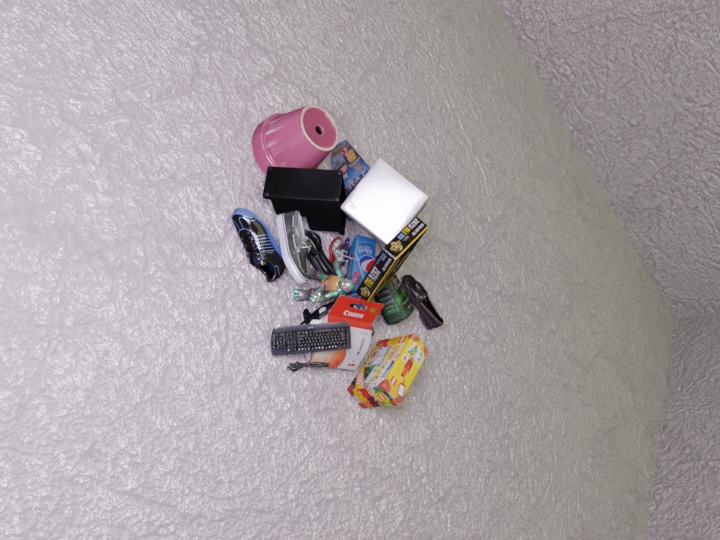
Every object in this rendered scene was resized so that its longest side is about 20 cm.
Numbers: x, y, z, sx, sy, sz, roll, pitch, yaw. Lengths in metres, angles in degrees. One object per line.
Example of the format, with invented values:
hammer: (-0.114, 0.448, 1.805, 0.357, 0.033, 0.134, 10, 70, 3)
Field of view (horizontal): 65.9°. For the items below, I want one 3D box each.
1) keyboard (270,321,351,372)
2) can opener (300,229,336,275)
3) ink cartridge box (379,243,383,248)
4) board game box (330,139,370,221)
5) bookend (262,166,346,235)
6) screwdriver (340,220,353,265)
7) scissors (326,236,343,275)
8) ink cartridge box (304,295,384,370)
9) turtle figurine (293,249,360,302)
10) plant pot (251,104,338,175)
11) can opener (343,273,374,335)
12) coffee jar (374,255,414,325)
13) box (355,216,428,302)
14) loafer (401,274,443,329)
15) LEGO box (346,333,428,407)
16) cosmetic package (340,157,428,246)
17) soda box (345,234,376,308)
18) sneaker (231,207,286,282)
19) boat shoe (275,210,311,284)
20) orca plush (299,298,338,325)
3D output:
keyboard: (-0.122, 0.194, 1.386, 0.199, 0.021, 0.128, -4, 108, -8)
can opener: (-0.112, -0.024, 1.521, 0.200, 0.063, 0.079, 60, 25, -14)
ink cartridge box: (0.082, -0.161, 1.740, 0.109, 0.050, 0.201, -46, 119, -42)
board game box: (-0.037, -0.277, 1.676, 0.200, 0.062, 0.200, 57, 47, -16)
bookend: (-0.142, -0.185, 1.507, 0.200, 0.198, 0.092, 82, 13, -67)
screwdriver: (-0.028, -0.107, 1.607, 0.029, 0.028, 0.201, 41, 64, -53)
scissors: (-0.089, -0.017, 1.577, 0.073, 0.014, 0.200, 53, 48, -21)
ink cartridge box: (-0.032, 0.168, 1.454, 0.162, 0.200, 0.050, 15, 26, -40)
turtle figurine: (-0.083, 0.031, 1.424, 0.101, 0.200, 0.150, 48, 55, -32)
plant pot: (-0.163, -0.349, 1.498, 0.200, 0.179, 0.201, 17, 64, -40)
can opener: (-0.007, 0.097, 1.580, 0.053, 0.066, 0.201, -17, 88, -58)
coffee jar: (0.079, 0.054, 1.656, 0.201, 0.085, 0.104, 62, 27, -9)
box: (0.078, -0.026, 1.411, 0.049, 0.200, 0.160, 41, 50, 8)
loafer: (0.204, 0.096, 1.785, 0.072, 0.063, 0.200, -39, 104, -44)
LEGO box: (0.077, 0.278, 1.540, 0.077, 0.149, 0.200, 53, 47, -17)
cosmetic package: (0.067, -0.172, 1.499, 0.166, 0.200, 0.168, 39, 93, 4)
soda box: (0.000, 0.000, 1.537, 0.064, 0.068, 0.201, 15, 49, -13)
sneaker: (-0.258, -0.062, 1.386, 0.200, 0.070, 0.078, 52, 40, -20)
boat shoe: (-0.162, -0.066, 1.422, 0.072, 0.071, 0.201, 27, 42, -68)
orca plush: (-0.115, 0.111, 1.467, 0.071, 0.105, 0.200, 34, 59, 12)
